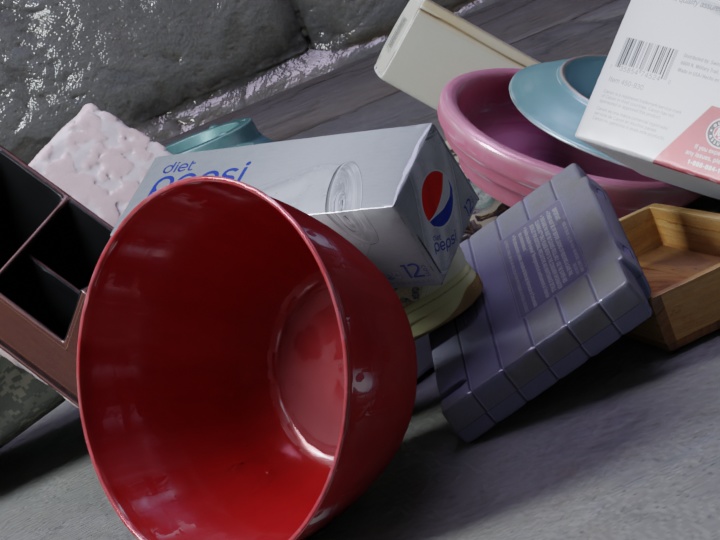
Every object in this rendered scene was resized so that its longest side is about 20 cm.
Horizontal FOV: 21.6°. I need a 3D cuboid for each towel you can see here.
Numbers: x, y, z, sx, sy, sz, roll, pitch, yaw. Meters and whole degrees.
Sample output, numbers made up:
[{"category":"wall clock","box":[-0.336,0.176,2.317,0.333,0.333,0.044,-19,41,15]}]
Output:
[{"category":"towel","box":[-0.156,0.004,1.254,0.191,0.200,0.032,-54,-8,-29]}]

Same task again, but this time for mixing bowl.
[{"category":"mixing bowl","box":[-0.043,0.053,0.982,0.200,0.200,0.108,-11,-8,43]}]

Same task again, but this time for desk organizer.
[{"category":"desk organizer","box":[-0.184,0.011,1.160,0.072,0.200,0.077,-36,-24,-51]}]

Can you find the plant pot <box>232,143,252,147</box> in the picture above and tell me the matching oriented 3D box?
[{"category":"plant pot","box":[-0.114,-0.019,1.487,0.200,0.134,0.200,-21,11,4]}]

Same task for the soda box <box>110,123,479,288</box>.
[{"category":"soda box","box":[-0.039,-0.030,1.065,0.200,0.063,0.068,-4,45,34]}]

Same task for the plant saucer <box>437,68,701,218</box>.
[{"category":"plant saucer","box":[0.149,-0.082,1.338,0.200,0.051,0.201,11,26,-5]}]

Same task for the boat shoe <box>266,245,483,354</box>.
[{"category":"boat shoe","box":[-0.029,0.030,1.102,0.200,0.063,0.073,-27,14,7]}]

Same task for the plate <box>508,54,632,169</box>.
[{"category":"plate","box":[0.205,-0.117,1.349,0.200,0.026,0.200,11,26,-5]}]

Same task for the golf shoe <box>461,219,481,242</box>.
[{"category":"golf shoe","box":[0.000,0.000,1.252,0.097,0.078,0.200,-31,-33,33]}]

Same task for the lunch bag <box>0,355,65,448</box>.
[{"category":"lunch bag","box":[-0.279,0.066,1.329,0.200,0.139,0.168,-36,13,-11]}]

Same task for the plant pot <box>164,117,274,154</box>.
[{"category":"plant pot","box":[-0.131,-0.058,1.725,0.200,0.134,0.200,-21,11,4]}]

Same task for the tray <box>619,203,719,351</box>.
[{"category":"tray","box":[0.180,0.001,1.127,0.099,0.037,0.200,-24,11,-12]}]

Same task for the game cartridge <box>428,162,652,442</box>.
[{"category":"game cartridge","box":[0.098,0.013,1.087,0.130,0.038,0.200,-32,20,11]}]

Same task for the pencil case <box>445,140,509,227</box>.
[{"category":"pencil case","box":[0.090,-0.055,1.448,0.089,0.078,0.200,-5,12,2]}]

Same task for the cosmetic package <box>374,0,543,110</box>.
[{"category":"cosmetic package","box":[0.115,-0.136,1.473,0.073,0.200,0.104,-61,8,8]}]

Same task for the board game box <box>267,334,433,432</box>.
[{"category":"board game box","box":[-0.037,0.076,1.176,0.126,0.035,0.200,-12,15,40]}]

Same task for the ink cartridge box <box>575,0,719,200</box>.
[{"category":"ink cartridge box","box":[0.245,-0.147,1.187,0.147,0.200,0.083,24,0,44]}]
